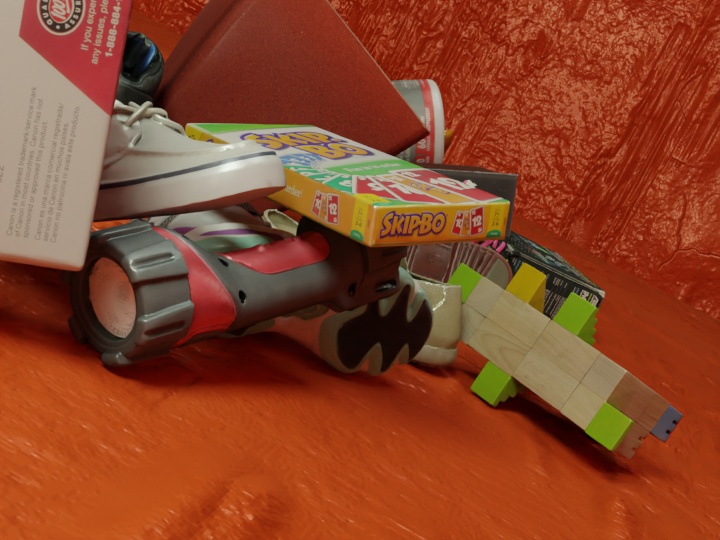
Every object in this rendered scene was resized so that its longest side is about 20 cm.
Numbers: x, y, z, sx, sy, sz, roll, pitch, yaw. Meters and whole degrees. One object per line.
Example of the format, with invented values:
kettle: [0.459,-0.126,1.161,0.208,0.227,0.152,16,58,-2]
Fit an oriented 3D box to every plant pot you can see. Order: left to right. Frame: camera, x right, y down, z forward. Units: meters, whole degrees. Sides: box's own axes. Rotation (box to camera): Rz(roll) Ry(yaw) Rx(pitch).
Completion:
plant pot: [-0.083,-0.159,1.134,0.200,0.176,0.200,50,2,-19]

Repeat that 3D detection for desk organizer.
desk organizer: [0.065,-0.082,1.379,0.199,0.072,0.077,2,12,-27]

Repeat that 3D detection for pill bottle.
pill bottle: [-0.010,-0.160,1.450,0.199,0.114,0.114,-3,14,-6]

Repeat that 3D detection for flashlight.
flashlight: [-0.059,-0.004,0.661,0.068,0.068,0.200,29,29,31]

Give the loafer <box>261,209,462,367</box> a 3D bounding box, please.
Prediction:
loafer: [0.000,0.000,0.957,0.200,0.068,0.076,31,10,22]

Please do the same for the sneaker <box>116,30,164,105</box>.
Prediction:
sneaker: [-0.207,-0.150,1.051,0.073,0.112,0.200,24,10,-24]

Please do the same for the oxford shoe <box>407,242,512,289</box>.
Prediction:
oxford shoe: [0.044,-0.011,1.211,0.200,0.071,0.075,26,-17,-1]

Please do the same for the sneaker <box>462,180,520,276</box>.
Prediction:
sneaker: [0.122,-0.023,1.283,0.087,0.074,0.200,36,-15,17]

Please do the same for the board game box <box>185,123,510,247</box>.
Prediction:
board game box: [-0.018,-0.054,0.711,0.095,0.030,0.200,-4,18,-39]

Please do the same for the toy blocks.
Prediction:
toy blocks: [0.161,0.082,0.951,0.137,0.100,0.200,34,2,-46]

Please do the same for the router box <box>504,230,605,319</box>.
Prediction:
router box: [0.186,-0.002,1.497,0.149,0.062,0.200,24,10,-13]

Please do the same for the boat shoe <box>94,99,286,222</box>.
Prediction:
boat shoe: [-0.128,-0.060,0.671,0.199,0.066,0.072,-2,6,36]

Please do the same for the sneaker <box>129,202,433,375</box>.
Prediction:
sneaker: [-0.054,-0.004,0.807,0.200,0.078,0.140,20,13,-38]

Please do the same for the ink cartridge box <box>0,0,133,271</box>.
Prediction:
ink cartridge box: [-0.206,-0.093,0.534,0.199,0.146,0.083,10,13,-17]

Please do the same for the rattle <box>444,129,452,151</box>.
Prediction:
rattle: [0.001,-0.155,1.590,0.130,0.143,0.200,-4,34,-37]
